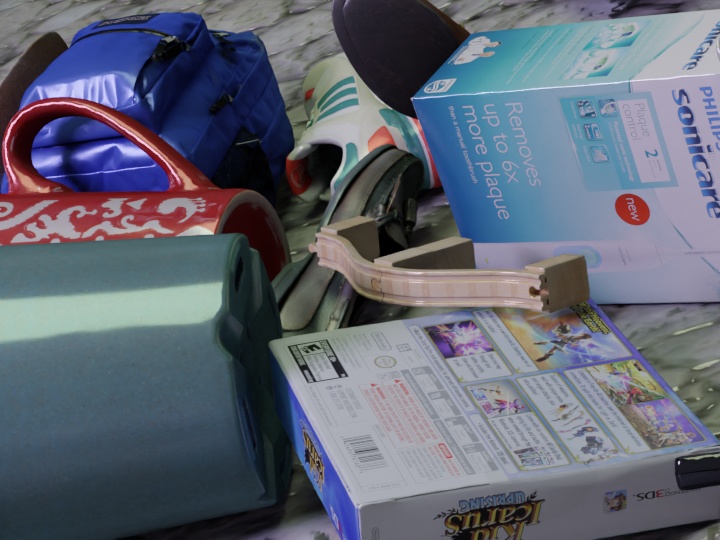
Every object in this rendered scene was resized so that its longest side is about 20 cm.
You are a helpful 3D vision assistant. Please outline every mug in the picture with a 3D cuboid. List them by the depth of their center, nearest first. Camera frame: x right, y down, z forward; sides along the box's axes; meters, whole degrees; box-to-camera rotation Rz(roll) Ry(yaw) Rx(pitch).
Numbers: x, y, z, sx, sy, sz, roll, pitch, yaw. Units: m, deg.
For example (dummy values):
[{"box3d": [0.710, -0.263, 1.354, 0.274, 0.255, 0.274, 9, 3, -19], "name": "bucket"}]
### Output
[{"box3d": [-0.158, -0.009, 1.427, 0.199, 0.178, 0.133, -3, 24, 26], "name": "mug"}]

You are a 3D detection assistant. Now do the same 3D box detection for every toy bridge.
[{"box3d": [0.035, 0.000, 1.293, 0.067, 0.027, 0.200, -17, 18, -37], "name": "toy bridge"}]

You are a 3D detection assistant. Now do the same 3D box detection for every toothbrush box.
[{"box3d": [0.150, -0.062, 1.317, 0.199, 0.147, 0.085, -1, 32, 34], "name": "toothbrush box"}]

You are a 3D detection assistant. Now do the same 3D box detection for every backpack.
[{"box3d": [-0.133, -0.094, 1.578, 0.162, 0.168, 0.200, 0, 29, 21], "name": "backpack"}]

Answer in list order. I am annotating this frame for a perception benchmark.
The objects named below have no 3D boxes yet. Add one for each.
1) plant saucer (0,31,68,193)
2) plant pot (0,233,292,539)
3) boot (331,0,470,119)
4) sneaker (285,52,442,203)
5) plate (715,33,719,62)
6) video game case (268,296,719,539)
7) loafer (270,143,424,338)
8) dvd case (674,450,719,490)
[{"box3d": [-0.245, -0.072, 1.640, 0.034, 0.201, 0.200, 25, 37, 4], "name": "plant saucer"}, {"box3d": [-0.146, 0.066, 1.260, 0.195, 0.201, 0.200, -7, 27, 9], "name": "plant pot"}, {"box3d": [0.049, -0.161, 1.561, 0.069, 0.188, 0.200, -55, 20, 18], "name": "boot"}, {"box3d": [-0.019, -0.093, 1.593, 0.093, 0.071, 0.200, -22, 27, -15], "name": "sneaker"}, {"box3d": [0.304, -0.088, 1.242, 0.200, 0.200, 0.032, -38, -4, -32], "name": "plate"}, {"box3d": [0.062, 0.079, 1.173, 0.181, 0.046, 0.200, -9, 23, -11], "name": "video game case"}, {"box3d": [0.000, 0.000, 1.420, 0.063, 0.072, 0.200, 16, 47, 22], "name": "loafer"}, {"box3d": [0.253, 0.075, 1.032, 0.199, 0.018, 0.143, -10, -6, 22], "name": "dvd case"}]
